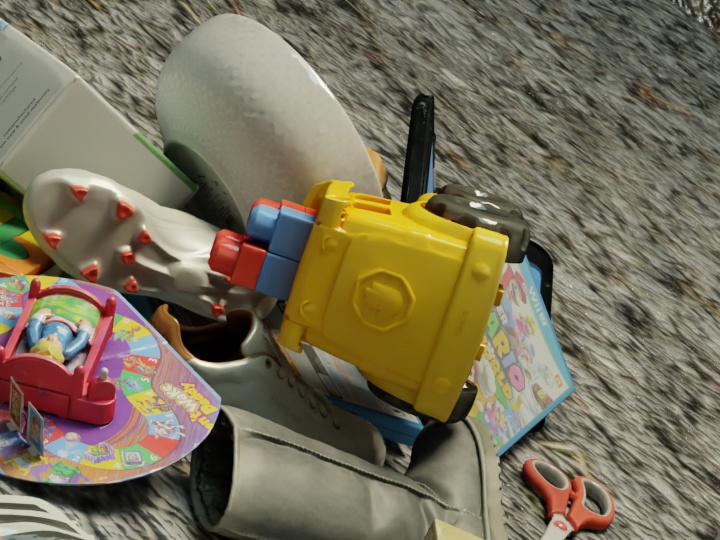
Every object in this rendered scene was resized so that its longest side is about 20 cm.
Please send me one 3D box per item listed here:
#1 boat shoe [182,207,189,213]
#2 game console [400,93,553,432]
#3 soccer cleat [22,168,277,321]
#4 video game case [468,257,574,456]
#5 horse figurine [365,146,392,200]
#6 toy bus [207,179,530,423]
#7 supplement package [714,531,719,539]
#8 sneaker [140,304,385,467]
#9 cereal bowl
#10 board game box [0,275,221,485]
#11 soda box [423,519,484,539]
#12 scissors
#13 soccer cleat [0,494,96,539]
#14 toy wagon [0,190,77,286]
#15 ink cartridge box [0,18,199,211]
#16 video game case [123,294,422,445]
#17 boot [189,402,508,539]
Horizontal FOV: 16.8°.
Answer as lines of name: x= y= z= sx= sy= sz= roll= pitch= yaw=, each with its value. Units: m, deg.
boat shoe: x=-0.119 y=-0.021 z=1.798 sx=0.199 sy=0.062 sz=0.073 roll=9 pitch=58 yaw=-34
game console: x=0.089 y=-0.008 z=1.850 sx=0.116 sy=0.176 sz=0.200 roll=3 pitch=44 yaw=4
soccer cleat: x=-0.142 y=-0.016 z=1.614 sx=0.200 sy=0.069 sz=0.078 roll=25 pitch=12 yaw=-32
video game case: x=0.094 y=0.051 z=1.777 sx=0.200 sy=0.018 sz=0.144 roll=-31 pitch=101 yaw=-63
horse figurine: x=0.001 y=-0.032 z=1.845 sx=0.050 sy=0.200 sz=0.133 roll=-9 pitch=39 yaw=11
toy bus: x=0.000 y=0.000 z=1.576 sx=0.191 sy=0.136 sz=0.200 roll=17 pitch=10 yaw=-1
supplement package: x=0.340 y=0.200 z=1.598 sx=0.151 sy=0.201 sz=0.151 roll=15 pitch=21 yaw=-33
sneaker: x=-0.056 y=0.076 z=1.551 sx=0.199 sy=0.085 sz=0.073 roll=19 pitch=18 yaw=-31
cereal bowl: x=-0.077 y=-0.075 z=1.696 sx=0.083 sy=0.200 sz=0.200 roll=-36 pitch=55 yaw=-23
board game box: x=-0.175 y=0.047 z=1.435 sx=0.158 sy=0.039 sz=0.200 roll=-15 pitch=43 yaw=-36
soda box: x=0.063 y=0.219 z=1.359 sx=0.068 sy=0.064 sz=0.200 roll=24 pitch=18 yaw=-11
scissors: x=0.145 y=0.177 z=1.683 sx=0.073 sy=0.014 sz=0.200 roll=28 pitch=16 yaw=-5
soccer cleat: x=-0.149 y=0.154 z=1.223 sx=0.199 sy=0.069 sz=0.085 roll=21 pitch=22 yaw=-7
toy wagon: x=-0.261 y=-0.012 z=1.563 sx=0.155 sy=0.040 sz=0.200 roll=29 pitch=17 yaw=5
ink cartridge box: x=-0.227 y=-0.101 z=1.685 sx=0.200 sy=0.088 sz=0.145 roll=38 pitch=-3 yaw=45
video game case: x=-0.065 y=0.054 z=1.685 sx=0.199 sy=0.018 sz=0.143 roll=19 pitch=20 yaw=-28
boot: x=-0.010 y=0.126 z=1.506 sx=0.199 sy=0.073 sz=0.182 roll=16 pitch=26 yaw=-17
